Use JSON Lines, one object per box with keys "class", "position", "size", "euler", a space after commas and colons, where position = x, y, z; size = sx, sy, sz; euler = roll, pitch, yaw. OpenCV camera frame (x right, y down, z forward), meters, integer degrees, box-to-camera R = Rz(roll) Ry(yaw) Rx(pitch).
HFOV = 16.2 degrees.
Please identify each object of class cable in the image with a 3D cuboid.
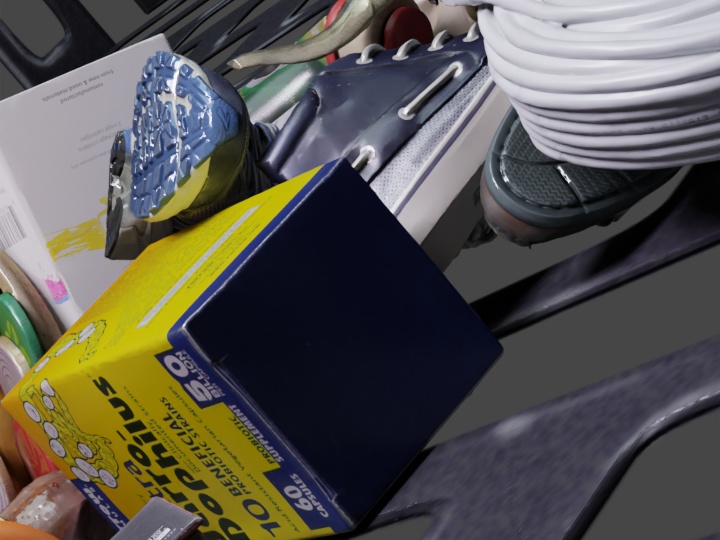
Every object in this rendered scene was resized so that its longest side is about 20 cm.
{"class": "cable", "position": [0.144, -0.110, 0.986], "size": [0.199, 0.070, 0.200], "euler": [-26, 28, -5]}

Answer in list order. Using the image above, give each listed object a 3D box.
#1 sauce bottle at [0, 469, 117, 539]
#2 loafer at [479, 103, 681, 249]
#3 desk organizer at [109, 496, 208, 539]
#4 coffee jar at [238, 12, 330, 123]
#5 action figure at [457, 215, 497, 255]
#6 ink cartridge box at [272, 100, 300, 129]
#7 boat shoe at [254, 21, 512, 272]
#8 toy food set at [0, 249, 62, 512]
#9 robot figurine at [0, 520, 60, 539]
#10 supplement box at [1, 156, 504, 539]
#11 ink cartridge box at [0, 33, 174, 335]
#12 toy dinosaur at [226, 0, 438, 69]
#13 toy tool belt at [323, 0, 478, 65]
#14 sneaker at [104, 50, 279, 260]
{"class": "sauce bottle", "position": [-0.153, 0.140, 1.172], "size": [0.200, 0.066, 0.066], "euler": [-45, 12, -16]}
{"class": "loafer", "position": [0.114, -0.063, 1.093], "size": [0.200, 0.072, 0.063], "euler": [-44, -16, -39]}
{"class": "desk organizer", "position": [-0.111, 0.177, 0.871], "size": [0.200, 0.077, 0.072], "euler": [-44, 12, -12]}
{"class": "coffee jar", "position": [-0.041, -0.086, 1.578], "size": [0.200, 0.085, 0.104], "euler": [-40, 9, 8]}
{"class": "action figure", "position": [0.000, 0.000, 1.200], "size": [0.199, 0.070, 0.130], "euler": [-22, 15, 47]}
{"class": "ink cartridge box", "position": [-0.004, -0.070, 1.450], "size": [0.200, 0.067, 0.116], "euler": [-38, 13, 15]}
{"class": "boat shoe", "position": [0.038, -0.084, 1.117], "size": [0.200, 0.092, 0.075], "euler": [-50, -19, -20]}
{"class": "toy food set", "position": [-0.204, 0.065, 1.310], "size": [0.048, 0.198, 0.200], "euler": [-23, -25, -35]}
{"class": "robot figurine", "position": [-0.169, 0.160, 1.019], "size": [0.144, 0.117, 0.200], "euler": [-46, 13, -26]}
{"class": "supplement box", "position": [-0.051, 0.046, 1.082], "size": [0.110, 0.109, 0.200], "euler": [-47, 13, -28]}
{"class": "ink cartridge box", "position": [-0.135, 0.002, 1.340], "size": [0.125, 0.201, 0.128], "euler": [-27, 2, -35]}
{"class": "toy dinosaur", "position": [0.034, -0.147, 1.147], "size": [0.088, 0.048, 0.200], "euler": [16, 57, 46]}
{"class": "toy tool belt", "position": [0.089, -0.129, 1.212], "size": [0.122, 0.126, 0.199], "euler": [5, 19, 41]}
{"class": "sneaker", "position": [-0.066, -0.051, 1.179], "size": [0.200, 0.084, 0.078], "euler": [148, 125, -74]}
